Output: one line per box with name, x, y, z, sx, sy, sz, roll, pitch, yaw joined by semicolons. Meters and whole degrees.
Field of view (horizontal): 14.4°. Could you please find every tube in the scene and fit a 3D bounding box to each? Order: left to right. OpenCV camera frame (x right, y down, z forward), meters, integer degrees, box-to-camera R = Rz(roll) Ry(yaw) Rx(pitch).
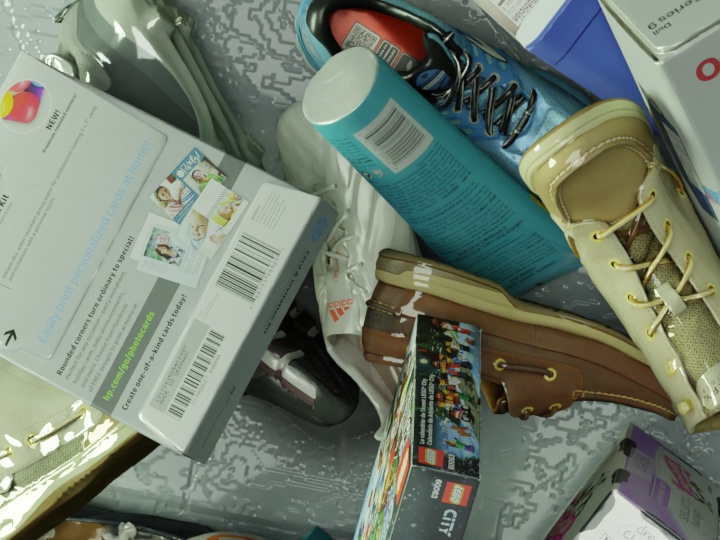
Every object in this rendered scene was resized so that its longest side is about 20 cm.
tube;0.048;-0.044;1.558;0.077;0.051;0.200;-25;132;27

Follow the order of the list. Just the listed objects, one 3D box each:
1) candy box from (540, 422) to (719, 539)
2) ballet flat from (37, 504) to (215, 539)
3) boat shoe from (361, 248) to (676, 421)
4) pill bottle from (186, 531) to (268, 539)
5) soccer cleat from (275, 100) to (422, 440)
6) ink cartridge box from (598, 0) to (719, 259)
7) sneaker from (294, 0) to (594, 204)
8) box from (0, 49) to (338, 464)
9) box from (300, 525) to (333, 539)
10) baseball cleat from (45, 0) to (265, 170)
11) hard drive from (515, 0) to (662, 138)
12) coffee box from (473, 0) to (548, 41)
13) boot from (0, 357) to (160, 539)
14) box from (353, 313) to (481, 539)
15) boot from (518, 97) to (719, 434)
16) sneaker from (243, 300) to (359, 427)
candy box;0.113;0.196;1.567;0.071;0.168;0.200;37;102;2
ballet flat;-0.175;0.168;1.663;0.199;0.073;0.073;5;99;9
boat shoe;0.090;0.049;1.576;0.200;0.072;0.068;20;89;-18
pill bottle;-0.079;0.219;1.530;0.114;0.200;0.115;1;99;3
soccer cleat;0.000;0.000;1.598;0.069;0.077;0.200;-21;98;54
ink cartridge box;0.232;-0.090;1.489;0.145;0.088;0.200;-32;126;-2
sneaker;0.048;-0.096;1.572;0.200;0.090;0.079;27;92;4
box;-0.135;-0.009;1.539;0.200;0.041;0.156;26;85;19
box;-0.066;0.251;1.665;0.082;0.049;0.200;43;102;1
baseball cleat;-0.114;-0.071;1.613;0.106;0.070;0.200;-32;71;25
hard drive;0.195;-0.128;1.521;0.200;0.025;0.132;29;104;-33
coffee box;0.043;-0.221;1.548;0.200;0.114;0.080;42;101;1
boot;-0.177;0.048;1.596;0.200;0.072;0.155;-39;79;21
box;0.023;0.144;1.511;0.038;0.137;0.200;12;122;-5
boot;0.157;0.002;1.496;0.073;0.200;0.156;-30;69;5
sneaker;-0.102;0.050;1.639;0.200;0.076;0.116;40;109;11
